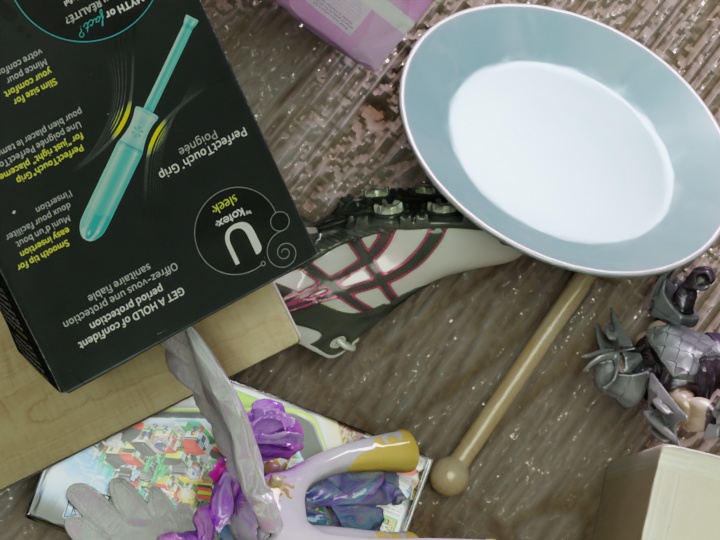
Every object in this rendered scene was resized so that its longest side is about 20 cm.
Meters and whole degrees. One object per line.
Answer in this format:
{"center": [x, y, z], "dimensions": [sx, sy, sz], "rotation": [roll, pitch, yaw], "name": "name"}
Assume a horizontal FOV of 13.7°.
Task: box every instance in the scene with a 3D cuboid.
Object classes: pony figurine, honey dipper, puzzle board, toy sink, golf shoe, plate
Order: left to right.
{"center": [-0.152, 0.014, 1.608], "dimensions": [0.199, 0.017, 0.151], "rotation": [-26, 89, 3], "name": "puzzle board"}
{"center": [-0.049, 0.128, 1.549], "dimensions": [0.199, 0.193, 0.167], "rotation": [-1, 124, -34], "name": "pony figurine"}
{"center": [0.000, 0.000, 1.661], "dimensions": [0.199, 0.077, 0.089], "rotation": [-5, 102, -4], "name": "golf shoe"}
{"center": [0.099, 0.041, 1.678], "dimensions": [0.038, 0.038, 0.200], "rotation": [36, 81, -2], "name": "honey dipper"}
{"center": [0.112, -0.068, 1.661], "dimensions": [0.199, 0.026, 0.201], "rotation": [13, 46, -14], "name": "plate"}
{"center": [0.231, 0.175, 1.631], "dimensions": [0.199, 0.130, 0.113], "rotation": [14, 81, -7], "name": "toy sink"}

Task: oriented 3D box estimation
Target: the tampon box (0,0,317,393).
{"center": [-0.139, -0.069, 1.500], "dimensions": [0.149, 0.126, 0.201], "rotation": [-28, 106, -11], "name": "tampon box"}

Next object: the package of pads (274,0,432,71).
{"center": [-0.055, -0.200, 1.619], "dimensions": [0.200, 0.121, 0.076], "rotation": [36, 99, -19], "name": "package of pads"}

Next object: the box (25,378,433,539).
{"center": [-0.072, 0.119, 1.645], "dimensions": [0.199, 0.035, 0.111], "rotation": [21, 81, -5], "name": "box"}

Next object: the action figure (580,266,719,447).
{"center": [0.214, 0.047, 1.664], "dimensions": [0.199, 0.070, 0.131], "rotation": [-3, 44, -19], "name": "action figure"}
